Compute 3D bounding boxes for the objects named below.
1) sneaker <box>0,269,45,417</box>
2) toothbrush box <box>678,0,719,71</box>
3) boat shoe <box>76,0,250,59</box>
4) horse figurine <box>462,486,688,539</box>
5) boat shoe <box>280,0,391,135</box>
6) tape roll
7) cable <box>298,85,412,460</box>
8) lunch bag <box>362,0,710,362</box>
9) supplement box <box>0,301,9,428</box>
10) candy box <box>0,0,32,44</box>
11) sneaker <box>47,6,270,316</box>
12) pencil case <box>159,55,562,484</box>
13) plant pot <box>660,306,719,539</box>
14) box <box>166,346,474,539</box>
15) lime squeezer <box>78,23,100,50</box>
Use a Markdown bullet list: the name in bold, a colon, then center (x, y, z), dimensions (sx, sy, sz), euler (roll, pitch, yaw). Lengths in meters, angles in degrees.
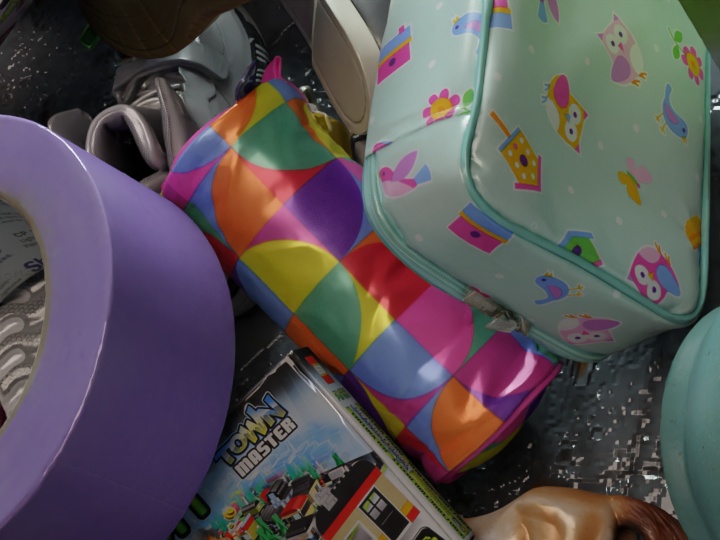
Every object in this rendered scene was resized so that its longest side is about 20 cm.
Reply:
- **sneaker**: center (-0.115, 0.078, 0.931), dimensions (0.074, 0.082, 0.201), euler (-17, 78, 9)
- **toothbrush box**: center (0.208, -0.138, 0.814), dimensions (0.145, 0.200, 0.087), euler (-9, 67, 22)
- **boat shoe**: center (-0.069, -0.148, 0.914), dimensions (0.066, 0.072, 0.200), euler (-33, 12, -30)
- **horse figurine**: center (0.066, 0.142, 0.857), dimensions (0.199, 0.050, 0.133), euler (-17, 69, 21)
- **boat shoe**: center (-0.007, -0.152, 0.940), dimensions (0.062, 0.073, 0.201), euler (-14, 62, -17)
- **tape roll**: center (-0.156, 0.042, 0.845), dimensions (0.199, 0.085, 0.201), euler (-15, 62, 29)
- **cable**: center (0.025, -0.005, 0.956), dimensions (0.096, 0.050, 0.202), euler (-7, 78, 5)
- **lunch bag**: center (0.084, -0.064, 0.860), dimensions (0.077, 0.160, 0.201), euler (-23, 47, 42)
- **supplement box**: center (-0.204, 0.048, 0.994), dimensions (0.130, 0.103, 0.201), euler (-15, 63, 21)
- **candy box**: center (-0.180, -0.155, 0.966), dimensions (0.061, 0.136, 0.200), euler (37, 94, -8)
- **sneaker**: center (-0.096, -0.082, 0.988), dimensions (0.075, 0.115, 0.201), euler (-17, 63, 18)
- **pencil case**: center (0.000, 0.000, 0.886), dimensions (0.088, 0.088, 0.200), euler (-43, 85, 4)
- **plant pot**: center (0.200, 0.062, 0.757), dimensions (0.134, 0.200, 0.202), euler (-12, 61, 52)
- **box**: center (-0.061, 0.140, 0.849), dimensions (0.200, 0.035, 0.110), euler (-44, 83, 8)
- **lime squeezer**: center (-0.094, -0.188, 0.993), dimensions (0.038, 0.200, 0.071), euler (24, 53, -6)
